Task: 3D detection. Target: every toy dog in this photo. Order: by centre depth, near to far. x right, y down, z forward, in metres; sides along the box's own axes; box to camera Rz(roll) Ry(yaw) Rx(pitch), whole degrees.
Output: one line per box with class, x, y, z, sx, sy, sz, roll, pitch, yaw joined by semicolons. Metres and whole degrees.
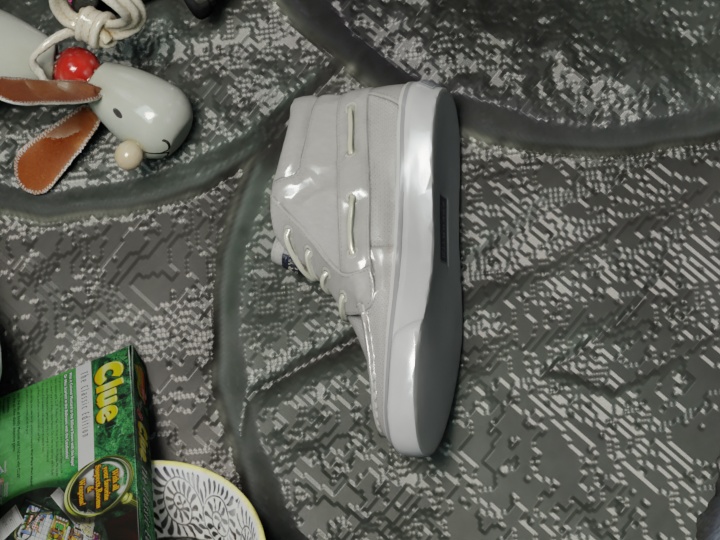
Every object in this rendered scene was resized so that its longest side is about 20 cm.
toy dog;-0.202;-0.097;1.248;0.198;0.132;0.097;13;62;25

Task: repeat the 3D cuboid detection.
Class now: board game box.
board game box;-0.157;0.127;1.184;0.104;0.024;0.201;-22;38;11

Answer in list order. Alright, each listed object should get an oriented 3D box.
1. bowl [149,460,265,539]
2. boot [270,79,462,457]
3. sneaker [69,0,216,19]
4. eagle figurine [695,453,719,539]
bowl;-0.123;0.203;1.171;0.199;0.095;0.202;-17;38;13
boot;0.000;0.000;1.209;0.095;0.074;0.202;-3;73;19
sneaker;-0.162;-0.184;1.267;0.198;0.077;0.085;11;80;16
eagle figurine;0.225;0.126;1.116;0.200;0.150;0.152;-46;117;-26
